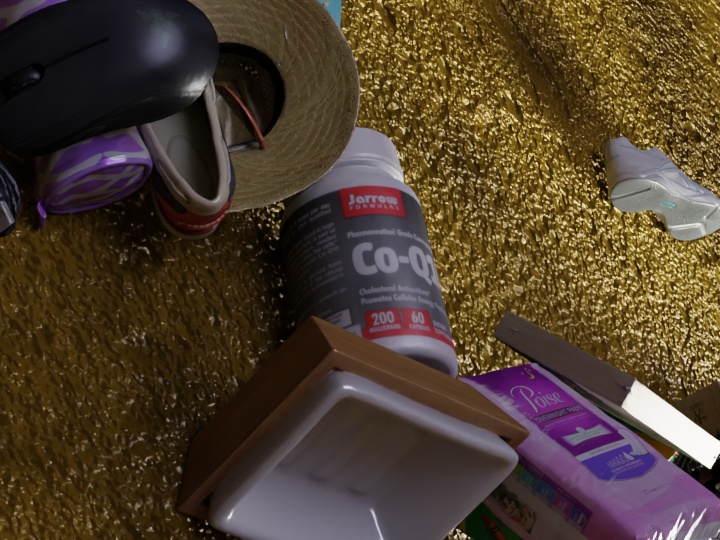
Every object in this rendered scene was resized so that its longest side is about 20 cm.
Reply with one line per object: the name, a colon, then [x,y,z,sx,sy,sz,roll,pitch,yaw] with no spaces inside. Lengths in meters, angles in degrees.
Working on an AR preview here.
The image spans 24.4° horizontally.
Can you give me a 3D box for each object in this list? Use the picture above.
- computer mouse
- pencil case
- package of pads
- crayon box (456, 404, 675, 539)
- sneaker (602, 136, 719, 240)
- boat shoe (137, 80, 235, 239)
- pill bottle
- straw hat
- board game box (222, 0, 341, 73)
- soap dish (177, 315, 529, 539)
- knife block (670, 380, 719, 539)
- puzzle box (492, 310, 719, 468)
computer mouse: [-0.182,-0.119,1.047,0.139,0.199,0.053,62,-11,13]
pencil case: [-0.210,-0.136,1.119,0.085,0.084,0.201,-20,74,-19]
package of pads: [0.154,0.151,1.214,0.120,0.076,0.200,-7,36,-48]
crayon box: [0.163,0.172,1.336,0.118,0.059,0.200,29,26,18]
sneaker: [0.341,-0.095,1.853,0.199,0.070,0.081,24,42,-42]
boat shoe: [-0.134,-0.122,1.147,0.070,0.063,0.202,-14,76,-16]
pill bottle: [0.000,0.000,1.256,0.113,0.113,0.202,20,47,-44]
straw hat: [-0.105,-0.121,1.234,0.199,0.085,0.203,5,71,-13]
board game box: [-0.084,-0.221,1.396,0.151,0.047,0.201,36,38,-32]
soap dish: [-0.006,0.121,1.116,0.199,0.157,0.082,25,27,-42]
knife block: [0.375,0.207,1.645,0.199,0.064,0.177,22,47,-44]
puzzle box: [0.204,0.099,1.354,0.133,0.026,0.200,30,-2,37]
